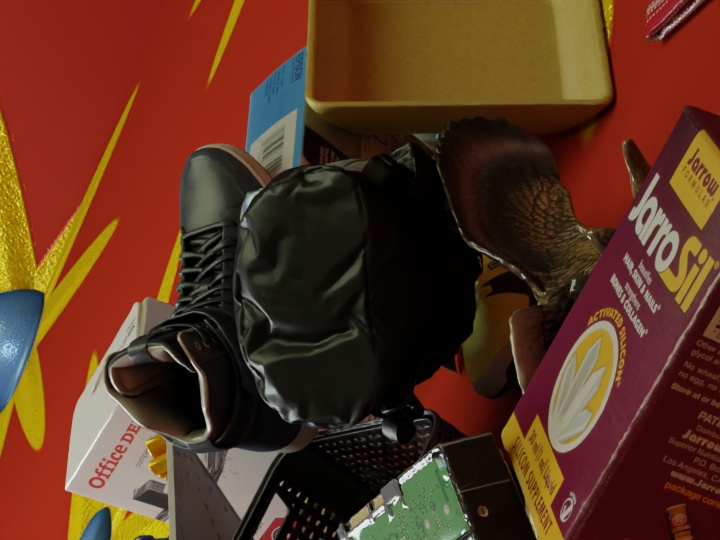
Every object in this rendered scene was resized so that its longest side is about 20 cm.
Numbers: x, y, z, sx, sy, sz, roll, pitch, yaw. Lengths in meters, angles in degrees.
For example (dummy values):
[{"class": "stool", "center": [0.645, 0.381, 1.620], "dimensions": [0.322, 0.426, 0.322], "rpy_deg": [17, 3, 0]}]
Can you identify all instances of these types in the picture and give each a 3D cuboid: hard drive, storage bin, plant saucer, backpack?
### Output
[{"class": "hard drive", "center": [0.059, 0.197, 1.040], "dimensions": [0.140, 0.038, 0.200], "rpy_deg": [-47, 60, 54]}, {"class": "storage bin", "center": [0.005, 0.172, 1.251], "dimensions": [0.200, 0.094, 0.135], "rpy_deg": [-17, 40, 58]}, {"class": "plant saucer", "center": [0.065, -0.153, 1.420], "dimensions": [0.200, 0.200, 0.048], "rpy_deg": [-89, -2, -50]}, {"class": "backpack", "center": [0.000, 0.000, 1.221], "dimensions": [0.200, 0.127, 0.167], "rpy_deg": [-26, -61, -70]}]

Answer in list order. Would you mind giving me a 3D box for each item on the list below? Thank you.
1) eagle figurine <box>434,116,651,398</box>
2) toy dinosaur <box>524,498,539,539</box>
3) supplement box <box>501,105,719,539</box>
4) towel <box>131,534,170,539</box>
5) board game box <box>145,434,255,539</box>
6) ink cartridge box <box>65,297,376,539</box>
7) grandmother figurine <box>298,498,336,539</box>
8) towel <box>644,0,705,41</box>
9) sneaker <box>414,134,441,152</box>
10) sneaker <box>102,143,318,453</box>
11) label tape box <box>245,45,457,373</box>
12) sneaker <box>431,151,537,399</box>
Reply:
[{"class": "eagle figurine", "center": [0.120, 0.000, 1.140], "dimensions": [0.200, 0.151, 0.152], "rpy_deg": [18, 97, 63]}, {"class": "toy dinosaur", "center": [0.095, 0.195, 1.121], "dimensions": [0.101, 0.058, 0.200], "rpy_deg": [-40, 38, 31]}, {"class": "supplement box", "center": [0.162, 0.046, 0.973], "dimensions": [0.200, 0.103, 0.131], "rpy_deg": [-63, 16, 18]}, {"class": "towel", "center": [-0.111, 0.274, 1.383], "dimensions": [0.049, 0.200, 0.112], "rpy_deg": [-27, -15, 8]}, {"class": "board game box", "center": [-0.087, 0.230, 1.407], "dimensions": [0.026, 0.200, 0.200], "rpy_deg": [-26, 28, 8]}, {"class": "ink cartridge box", "center": [-0.100, 0.121, 1.533], "dimensions": [0.144, 0.200, 0.084], "rpy_deg": [-55, 21, 39]}, {"class": "grandmother figurine", "center": [-0.013, 0.230, 1.389], "dimensions": [0.121, 0.061, 0.200], "rpy_deg": [-55, 25, 41]}, {"class": "towel", "center": [0.223, -0.255, 1.287], "dimensions": [0.145, 0.022, 0.200], "rpy_deg": [135, 151, -56]}, {"class": "sneaker", "center": [0.045, -0.086, 1.540], "dimensions": [0.082, 0.074, 0.200], "rpy_deg": [-98, 20, -80]}, {"class": "sneaker", "center": [-0.098, 0.014, 1.264], "dimensions": [0.077, 0.146, 0.202], "rpy_deg": [-22, 77, 31]}, {"class": "label tape box", "center": [0.012, -0.040, 1.418], "dimensions": [0.066, 0.200, 0.143], "rpy_deg": [-39, 29, 28]}, {"class": "sneaker", "center": [0.075, -0.001, 1.350], "dimensions": [0.075, 0.076, 0.200], "rpy_deg": [-52, 26, 41]}]
